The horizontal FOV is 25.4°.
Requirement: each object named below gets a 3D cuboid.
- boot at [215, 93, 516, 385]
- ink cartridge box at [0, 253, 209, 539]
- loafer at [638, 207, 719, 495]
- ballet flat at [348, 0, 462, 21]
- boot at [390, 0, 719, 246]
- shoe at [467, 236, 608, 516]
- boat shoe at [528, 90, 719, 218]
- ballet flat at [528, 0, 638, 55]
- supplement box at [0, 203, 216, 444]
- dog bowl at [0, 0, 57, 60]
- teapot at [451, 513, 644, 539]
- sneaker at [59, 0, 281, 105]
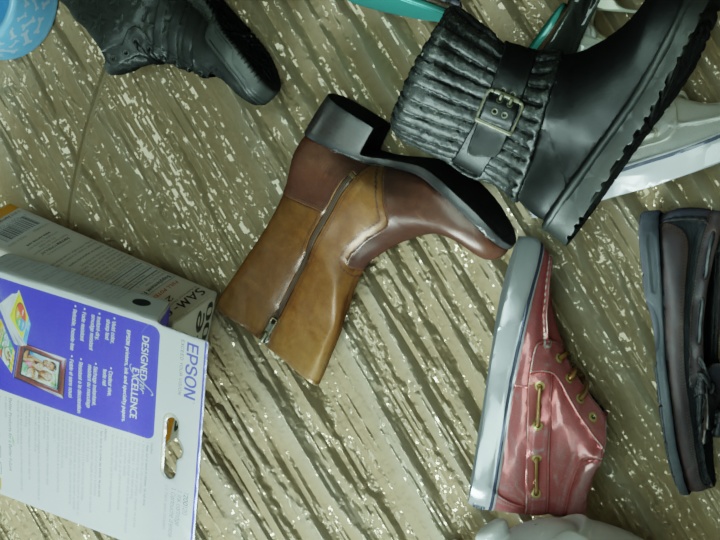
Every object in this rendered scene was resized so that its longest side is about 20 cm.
[{"bbox_3d":[0.000,0.000,1.190,0.187,0.068,0.201,32,108,13],"label":"boot"},{"bbox_3d":[-0.197,0.105,1.206,0.198,0.043,0.200,17,117,20],"label":"ink cartridge box"},{"bbox_3d":[0.235,0.056,1.113,0.062,0.072,0.203,-8,92,16],"label":"loafer"},{"bbox_3d":[-0.019,-0.227,1.165,0.198,0.072,0.073,10,101,17],"label":"ballet flat"},{"bbox_3d":[0.124,-0.137,1.046,0.157,0.079,0.212,37,112,10],"label":"boot"},{"bbox_3d":[0.137,0.080,1.155,0.090,0.071,0.203,9,96,3],"label":"shoe"},{"bbox_3d":[0.199,-0.096,1.105,0.198,0.071,0.071,-17,95,28],"label":"boat shoe"},{"bbox_3d":[0.162,-0.180,1.106,0.068,0.068,0.201,28,107,5],"label":"ballet flat"},{"bbox_3d":[-0.223,0.046,1.264,0.198,0.073,0.127,23,118,16],"label":"supplement box"},{"bbox_3d":[-0.342,-0.222,1.291,0.198,0.050,0.113,-3,97,20],"label":"dog bowl"},{"bbox_3d":[0.131,0.236,1.106,0.199,0.197,0.147,-33,93,25],"label":"teapot"},{"bbox_3d":[-0.153,-0.179,1.225,0.104,0.060,0.200,-42,78,19],"label":"sneaker"}]
